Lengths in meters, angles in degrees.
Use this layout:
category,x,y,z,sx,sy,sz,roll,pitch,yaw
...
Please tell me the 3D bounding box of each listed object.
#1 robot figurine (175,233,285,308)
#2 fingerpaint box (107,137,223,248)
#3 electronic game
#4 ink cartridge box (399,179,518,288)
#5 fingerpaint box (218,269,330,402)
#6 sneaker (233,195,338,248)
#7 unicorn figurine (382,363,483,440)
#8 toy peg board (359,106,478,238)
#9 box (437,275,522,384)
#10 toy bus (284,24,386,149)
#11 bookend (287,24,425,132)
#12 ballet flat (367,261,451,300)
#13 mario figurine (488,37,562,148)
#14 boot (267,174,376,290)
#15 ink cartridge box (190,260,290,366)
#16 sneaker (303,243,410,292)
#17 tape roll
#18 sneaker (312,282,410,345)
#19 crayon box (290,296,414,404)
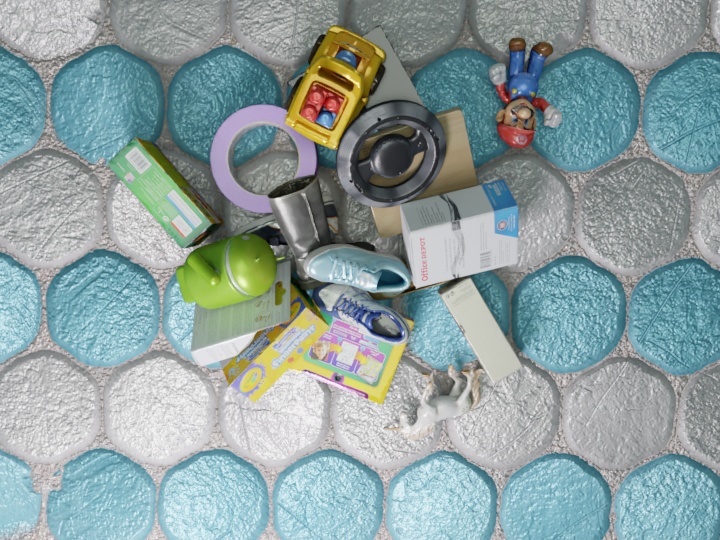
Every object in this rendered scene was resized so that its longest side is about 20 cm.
category,x,y,z,sx,sy,sz,roll,pitch,yaw
robot figurine,-0.235,0.002,1.550,0.199,0.175,0.116,-16,88,30
fingerpaint box,-0.352,-0.138,1.576,0.073,0.167,0.200,-41,94,2
electronic game,0.053,-0.198,1.484,0.199,0.042,0.201,-10,126,-14
ink cartridge box,0.179,-0.066,1.565,0.199,0.084,0.146,-14,137,-4
fingerpaint box,-0.172,0.116,1.603,0.200,0.167,0.073,-46,126,4
sneaker,-0.136,-0.074,1.632,0.199,0.078,0.080,-19,89,1
unicorn figurine,0.145,0.256,1.656,0.199,0.074,0.138,-5,114,-7
toy peg board,0.099,-0.191,1.580,0.199,0.098,0.200,-17,121,1
box,0.227,0.110,1.645,0.068,0.082,0.201,-31,93,2
toy bus,-0.048,-0.308,1.462,0.135,0.192,0.201,27,102,-2
bookend,0.003,-0.314,1.603,0.198,0.092,0.201,-30,98,8
ballet flat,0.093,0.012,1.645,0.199,0.063,0.069,-17,98,2
mario figurine,0.305,-0.326,1.589,0.123,0.106,0.201,6,87,34
boot,-0.066,-0.082,1.576,0.181,0.072,0.201,-26,114,-25
ink cartridge box,-0.214,0.078,1.597,0.199,0.163,0.057,-14,133,9
sneaker,0.000,0.000,1.548,0.199,0.082,0.074,2,110,-18
tape roll,-0.179,-0.209,1.628,0.199,0.066,0.202,0,96,1
sneaker,0.005,0.073,1.585,0.199,0.088,0.076,24,90,1
crayon box,-0.019,0.139,1.660,0.199,0.058,0.174,21,92,-1
